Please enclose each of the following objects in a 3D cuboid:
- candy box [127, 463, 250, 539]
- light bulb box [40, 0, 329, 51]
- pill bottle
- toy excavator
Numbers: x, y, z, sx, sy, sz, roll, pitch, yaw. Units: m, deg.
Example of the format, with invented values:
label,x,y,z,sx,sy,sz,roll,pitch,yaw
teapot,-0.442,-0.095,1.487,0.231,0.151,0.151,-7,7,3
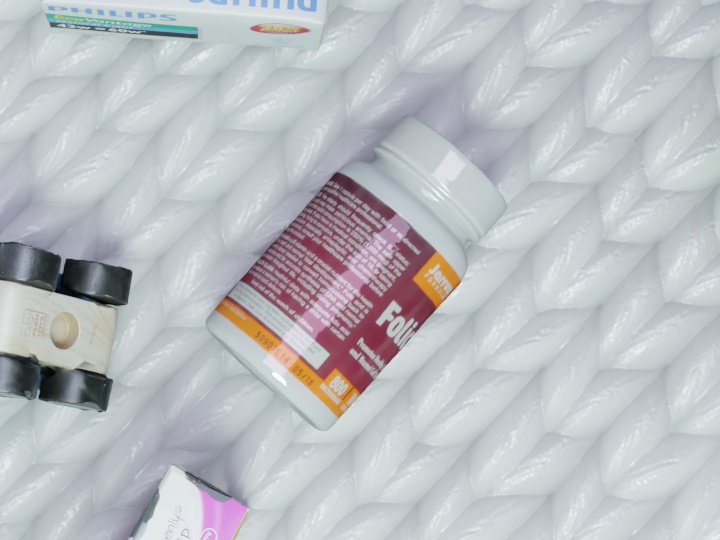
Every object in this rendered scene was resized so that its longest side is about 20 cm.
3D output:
label,x,y,z,sx,sy,sz,roll,pitch,yaw
candy box,-0.128,0.200,1.631,0.061,0.200,0.137,29,85,1
light bulb box,-0.114,-0.262,1.712,0.197,0.125,0.201,4,85,-3
pill bottle,0.000,0.000,1.698,0.114,0.114,0.200,42,85,2
toy excavator,-0.284,0.029,1.695,0.194,0.200,0.100,16,81,-46
